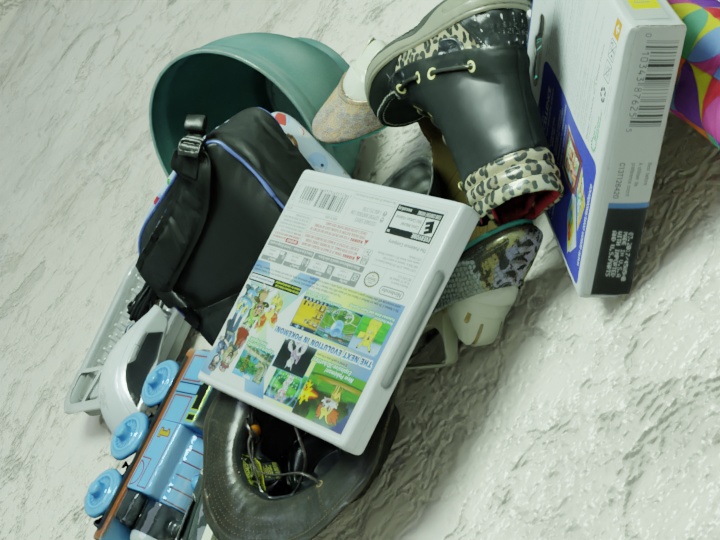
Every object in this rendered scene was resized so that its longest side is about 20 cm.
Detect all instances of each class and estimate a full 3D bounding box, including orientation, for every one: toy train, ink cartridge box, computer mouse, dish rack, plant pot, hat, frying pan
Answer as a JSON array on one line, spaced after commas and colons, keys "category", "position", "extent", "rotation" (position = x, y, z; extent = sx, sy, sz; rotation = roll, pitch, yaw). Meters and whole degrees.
[{"category": "toy train", "position": [-0.158, 0.159, 1.280], "extent": [0.114, 0.087, 0.200], "rotation": [3, 61, 52]}, {"category": "ink cartridge box", "position": [0.155, -0.118, 1.014], "extent": [0.200, 0.047, 0.198], "rotation": [-100, 11, -55]}, {"category": "computer mouse", "position": [-0.209, 0.067, 1.393], "extent": [0.110, 0.044, 0.200], "rotation": [-51, 23, 44]}, {"category": "dish rack", "position": [-0.214, 0.061, 1.525], "extent": [0.172, 0.044, 0.200], "rotation": [-16, 46, 52]}, {"category": "plant pot", "position": [-0.078, -0.139, 1.399], "extent": [0.200, 0.200, 0.134], "rotation": [-24, 14, 45]}, {"category": "hat", "position": [-0.025, 0.123, 1.097], "extent": [0.200, 0.081, 0.201], "rotation": [-26, 48, 33]}, {"category": "frying pan", "position": [0.008, -0.002, 1.136], "extent": [0.115, 0.031, 0.190], "rotation": [-10, 51, 64]}]

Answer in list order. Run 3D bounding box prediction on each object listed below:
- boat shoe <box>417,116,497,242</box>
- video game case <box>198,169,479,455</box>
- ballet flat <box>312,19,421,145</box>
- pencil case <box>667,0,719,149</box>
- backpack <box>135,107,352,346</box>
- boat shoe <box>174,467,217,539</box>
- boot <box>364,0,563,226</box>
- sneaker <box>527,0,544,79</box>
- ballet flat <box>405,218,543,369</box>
[{"category": "boat shoe", "position": [0.092, -0.093, 1.162], "extent": [0.073, 0.065, 0.200], "rotation": [-43, 51, 47]}, {"category": "video game case", "position": [-0.021, 0.022, 1.071], "extent": [0.200, 0.022, 0.182], "rotation": [17, 77, 53]}, {"category": "ballet flat", "position": [0.042, -0.176, 1.267], "extent": [0.200, 0.067, 0.068], "rotation": [-28, 47, -3]}, {"category": "pencil case", "position": [0.231, -0.134, 0.983], "extent": [0.088, 0.088, 0.200], "rotation": [-49, 29, 12]}, {"category": "backpack", "position": [-0.094, -0.029, 1.284], "extent": [0.190, 0.200, 0.154], "rotation": [-41, -1, 37]}, {"category": "boat shoe", "position": [-0.093, 0.153, 1.191], "extent": [0.066, 0.074, 0.200], "rotation": [7, 74, 47]}, {"category": "boot", "position": [0.070, -0.098, 1.072], "extent": [0.204, 0.073, 0.154], "rotation": [-35, 65, 62]}, {"category": "sneaker", "position": [0.152, -0.155, 1.168], "extent": [0.079, 0.075, 0.200], "rotation": [-64, 19, 15]}, {"category": "ballet flat", "position": [0.067, 0.030, 1.089], "extent": [0.200, 0.072, 0.072], "rotation": [-32, 34, 44]}]
